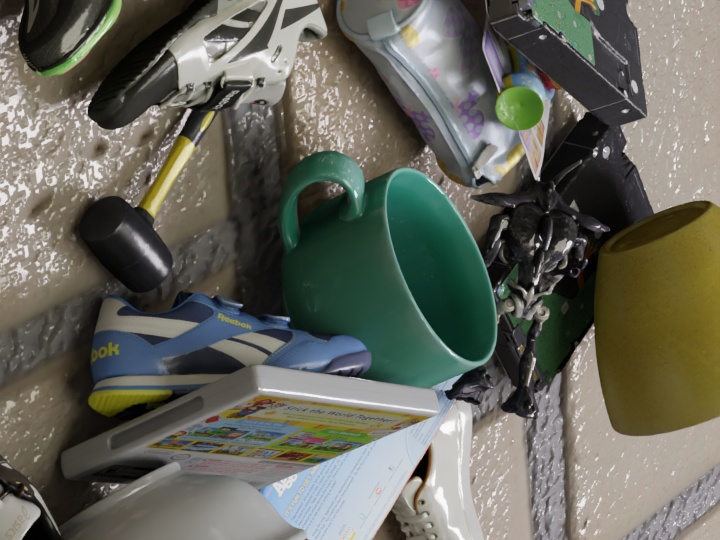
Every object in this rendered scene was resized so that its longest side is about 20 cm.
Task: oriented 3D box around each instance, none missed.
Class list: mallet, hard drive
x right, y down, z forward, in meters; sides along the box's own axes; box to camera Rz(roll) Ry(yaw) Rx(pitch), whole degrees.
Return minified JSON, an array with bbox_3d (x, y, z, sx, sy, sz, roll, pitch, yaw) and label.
[{"bbox_3d":[-0.126,-0.086,1.466,0.066,0.041,0.201,41,66,-47],"label":"mallet"},{"bbox_3d":[0.171,-0.015,1.834,0.200,0.038,0.140,-54,138,-24],"label":"hard drive"},{"bbox_3d":[0.148,-0.204,1.601,0.200,0.038,0.141,31,49,-54],"label":"hard drive"}]

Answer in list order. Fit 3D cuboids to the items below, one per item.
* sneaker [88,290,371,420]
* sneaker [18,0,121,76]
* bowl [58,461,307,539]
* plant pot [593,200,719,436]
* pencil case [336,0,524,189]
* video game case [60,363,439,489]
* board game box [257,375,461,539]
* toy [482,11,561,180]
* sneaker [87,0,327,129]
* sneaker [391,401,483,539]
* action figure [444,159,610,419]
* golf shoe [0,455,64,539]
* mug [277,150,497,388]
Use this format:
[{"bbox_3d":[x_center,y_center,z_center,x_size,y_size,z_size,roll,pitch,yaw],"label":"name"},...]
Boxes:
[{"bbox_3d":[-0.088,0.051,1.474,0.199,0.074,0.083,-1,68,-21],"label":"sneaker"},{"bbox_3d":[-0.185,-0.217,1.322,0.084,0.076,0.201,13,82,-46],"label":"sneaker"},{"bbox_3d":[-0.142,0.190,1.456,0.201,0.201,0.091,-25,83,-43],"label":"bowl"},{"bbox_3d":[0.272,0.027,1.802,0.200,0.199,0.143,-33,103,-39],"label":"plant pot"},{"bbox_3d":[0.057,-0.147,1.623,0.200,0.083,0.091,52,46,-45],"label":"pencil case"},{"bbox_3d":[-0.074,0.111,1.495,0.199,0.181,0.023,12,59,-51],"label":"video game case"},{"bbox_3d":[0.004,0.121,1.671,0.103,0.019,0.201,41,69,-21],"label":"board game box"},{"bbox_3d":[0.136,-0.168,1.650,0.200,0.047,0.116,-71,141,-56],"label":"toy"},{"bbox_3d":[-0.091,-0.136,1.436,0.200,0.074,0.089,-42,107,-32],"label":"sneaker"},{"bbox_3d":[0.046,0.192,1.748,0.084,0.073,0.201,-15,103,-44],"label":"sneaker"},{"bbox_3d":[0.117,0.007,1.683,0.118,0.102,0.201,14,90,-22],"label":"action figure"},{"bbox_3d":[-0.245,0.130,1.348,0.078,0.094,0.200,-59,138,-16],"label":"golf shoe"},{"bbox_3d":[0.006,0.003,1.580,0.186,0.114,0.152,66,26,0],"label":"mug"}]
